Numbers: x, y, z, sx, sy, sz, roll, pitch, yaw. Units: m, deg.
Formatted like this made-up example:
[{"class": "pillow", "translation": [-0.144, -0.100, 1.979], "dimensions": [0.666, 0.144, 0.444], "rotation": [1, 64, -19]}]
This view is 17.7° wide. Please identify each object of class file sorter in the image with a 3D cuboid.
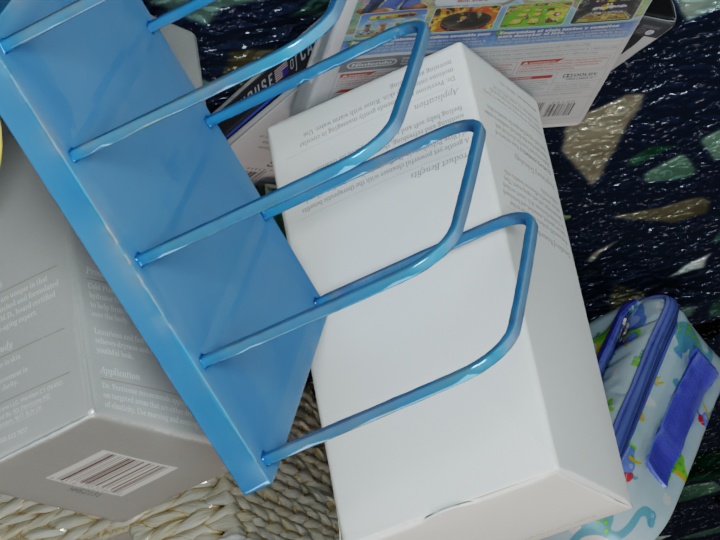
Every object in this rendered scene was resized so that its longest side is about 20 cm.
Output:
[{"class": "file sorter", "translation": [-0.031, -0.049, 0.872], "dimensions": [0.122, 0.139, 0.201], "rotation": [-23, 111, 20]}]

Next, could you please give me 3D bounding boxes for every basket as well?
[{"class": "basket", "translation": [-0.124, 0.151, 1.423], "dimensions": [0.197, 0.162, 0.200], "rotation": [-20, 156, 19]}]

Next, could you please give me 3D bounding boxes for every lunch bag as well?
[{"class": "lunch bag", "translation": [0.136, 0.109, 1.421], "dimensions": [0.160, 0.200, 0.083], "rotation": [-27, 111, 39]}]

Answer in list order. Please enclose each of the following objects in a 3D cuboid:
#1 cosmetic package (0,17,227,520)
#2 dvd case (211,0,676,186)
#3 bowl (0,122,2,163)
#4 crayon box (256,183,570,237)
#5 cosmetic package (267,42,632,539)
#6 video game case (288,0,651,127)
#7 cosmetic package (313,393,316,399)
[{"class": "cosmetic package", "translation": [-0.116, -0.011, 0.954], "dimensions": [0.090, 0.201, 0.107], "rotation": [-27, 151, 30]}, {"class": "dvd case", "translation": [0.029, -0.088, 1.090], "dimensions": [0.150, 0.025, 0.200], "rotation": [5, 154, -36]}, {"class": "bowl", "translation": [-0.236, -0.078, 0.859], "dimensions": [0.199, 0.095, 0.201], "rotation": [-7, 140, -6]}, {"class": "crayon box", "translation": [0.000, 0.000, 1.227], "dimensions": [0.199, 0.052, 0.125], "rotation": [4, 166, -36]}, {"class": "cosmetic package", "translation": [0.036, 0.018, 1.001], "dimensions": [0.107, 0.201, 0.085], "rotation": [-20, 156, 23]}, {"class": "video game case", "translation": [0.055, -0.111, 0.990], "dimensions": [0.142, 0.018, 0.200], "rotation": [-5, 157, -15]}, {"class": "cosmetic package", "translation": [-0.024, 0.143, 1.535], "dimensions": [0.199, 0.107, 0.090], "rotation": [-21, 156, 20]}]
